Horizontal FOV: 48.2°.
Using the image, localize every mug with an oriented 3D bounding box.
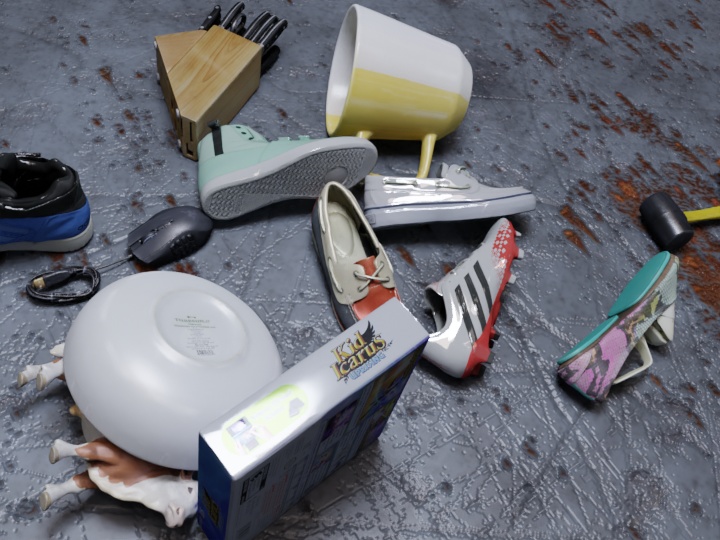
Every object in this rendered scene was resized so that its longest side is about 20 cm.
[{"bbox_3d":[0.044,-0.204,0.960,0.151,0.189,0.150,8,20,-14],"label":"mug"}]

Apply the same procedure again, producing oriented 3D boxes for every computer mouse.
[{"bbox_3d":[-0.241,-0.020,0.817,0.198,0.034,0.059,-28,64,-26],"label":"computer mouse"}]

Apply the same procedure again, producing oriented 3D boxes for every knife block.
[{"bbox_3d":[-0.153,-0.238,0.972,0.173,0.064,0.202,-13,57,-18],"label":"knife block"}]

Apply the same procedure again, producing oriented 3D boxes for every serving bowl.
[{"bbox_3d":[-0.150,0.070,0.699,0.198,0.066,0.201,23,35,-17],"label":"serving bowl"}]

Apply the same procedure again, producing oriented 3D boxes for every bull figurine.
[{"bbox_3d":[-0.209,0.138,0.678,0.120,0.065,0.201,5,41,-40],"label":"bull figurine"}]

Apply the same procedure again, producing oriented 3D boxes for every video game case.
[{"bbox_3d":[-0.044,0.130,0.635,0.180,0.201,0.046,-32,68,-28],"label":"video game case"}]

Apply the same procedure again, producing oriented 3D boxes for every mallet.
[{"bbox_3d":[0.431,-0.061,0.966,0.197,0.041,0.067,-3,55,-17],"label":"mallet"}]

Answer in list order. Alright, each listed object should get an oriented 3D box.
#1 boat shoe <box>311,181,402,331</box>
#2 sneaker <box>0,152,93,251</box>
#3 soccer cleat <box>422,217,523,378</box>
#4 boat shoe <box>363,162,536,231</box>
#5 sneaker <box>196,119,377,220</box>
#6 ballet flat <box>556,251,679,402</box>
[{"bbox_3d":[0.000,0.000,0.827,0.070,0.063,0.202,-12,58,-20],"label":"boat shoe"},{"bbox_3d":[-0.366,-0.062,0.776,0.197,0.112,0.078,-6,55,-14],"label":"sneaker"},{"bbox_3d":[0.112,0.017,0.832,0.084,0.069,0.202,21,58,1],"label":"soccer cleat"},{"bbox_3d":[0.099,-0.086,0.888,0.197,0.073,0.068,-6,90,-14],"label":"boat shoe"},{"bbox_3d":[-0.087,-0.134,0.888,0.197,0.074,0.119,-14,49,-9],"label":"sneaker"},{"bbox_3d":[0.281,0.063,0.835,0.200,0.069,0.071,-40,87,-27],"label":"ballet flat"}]
